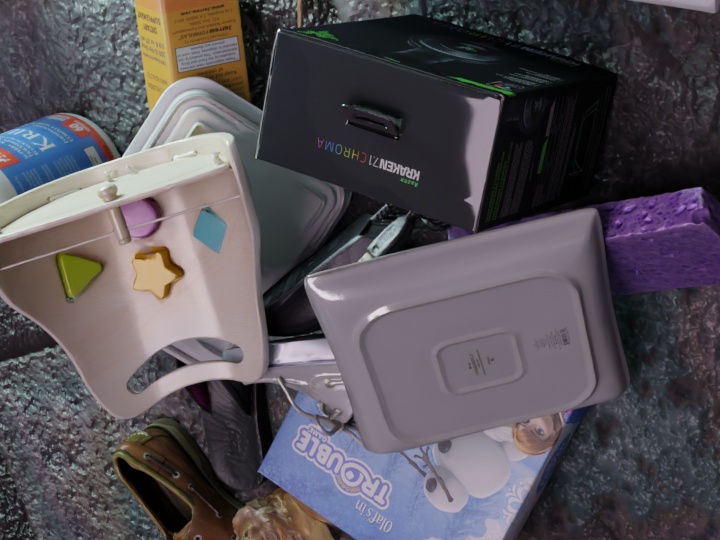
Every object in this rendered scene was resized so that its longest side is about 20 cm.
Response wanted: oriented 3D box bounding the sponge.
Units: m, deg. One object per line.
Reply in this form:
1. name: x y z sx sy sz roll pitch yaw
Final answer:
1. sponge: 0.169 -0.013 1.314 0.199 0.111 0.030 -9 67 35

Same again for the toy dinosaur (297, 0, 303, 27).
1. toy dinosaur: -0.088 -0.284 1.421 0.200 0.060 0.107 43 151 19

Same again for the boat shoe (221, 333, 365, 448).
1. boat shoe: -0.005 0.089 1.409 0.200 0.075 0.087 -3 90 13

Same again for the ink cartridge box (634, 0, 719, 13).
1. ink cartridge box: 0.155 -0.256 1.188 0.198 0.145 0.146 12 115 23

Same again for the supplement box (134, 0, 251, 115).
1. supplement box: -0.125 -0.130 1.478 0.066 0.068 0.202 28 130 60

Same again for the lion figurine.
1. lion figurine: -0.023 0.174 1.551 0.122 0.072 0.201 38 111 25

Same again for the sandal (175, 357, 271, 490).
1. sandal: -0.116 0.091 1.582 0.075 0.048 0.202 -2 108 35

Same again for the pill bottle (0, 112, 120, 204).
1. pill bottle: -0.289 -0.050 1.546 0.111 0.200 0.113 13 115 29

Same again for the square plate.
1. square plate: 0.079 0.051 1.299 0.196 0.029 0.201 -13 138 5

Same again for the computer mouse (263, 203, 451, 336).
1. computer mouse: 0.000 0.000 1.378 0.200 0.141 0.046 -39 101 9

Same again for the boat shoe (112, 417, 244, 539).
1. boat shoe: -0.137 0.221 1.635 0.200 0.068 0.072 47 125 9

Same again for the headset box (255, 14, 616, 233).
1. headset box: 0.050 -0.104 1.291 0.173 0.200 0.094 20 109 27

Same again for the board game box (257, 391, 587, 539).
1. board game box: 0.049 0.118 1.443 0.199 0.043 0.200 31 103 21

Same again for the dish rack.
1. dish rack: -0.115 -0.026 1.452 0.171 0.044 0.201 31 100 -17

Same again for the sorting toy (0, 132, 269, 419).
1. sorting toy: -0.149 0.011 1.377 0.198 0.107 0.181 -16 102 8
